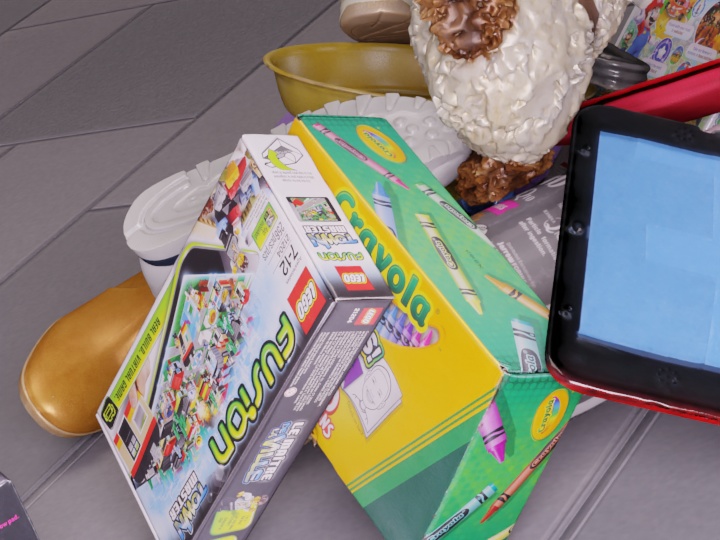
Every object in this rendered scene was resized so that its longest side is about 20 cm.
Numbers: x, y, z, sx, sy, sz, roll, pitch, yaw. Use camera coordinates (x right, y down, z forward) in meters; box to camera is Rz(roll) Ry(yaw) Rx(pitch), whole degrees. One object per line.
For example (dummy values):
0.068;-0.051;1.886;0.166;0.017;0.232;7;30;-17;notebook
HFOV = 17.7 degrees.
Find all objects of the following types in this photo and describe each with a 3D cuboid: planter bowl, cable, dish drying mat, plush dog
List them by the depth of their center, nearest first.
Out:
0.081;-0.128;1.165;0.160;0.200;0.172;0;48;21;plush dog
0.188;-0.096;1.204;0.077;0.018;0.200;-3;-9;-42;dish drying mat
0.121;-0.125;1.377;0.097;0.050;0.200;13;17;-32;cable
0.038;-0.080;1.391;0.200;0.084;0.200;4;15;-1;planter bowl

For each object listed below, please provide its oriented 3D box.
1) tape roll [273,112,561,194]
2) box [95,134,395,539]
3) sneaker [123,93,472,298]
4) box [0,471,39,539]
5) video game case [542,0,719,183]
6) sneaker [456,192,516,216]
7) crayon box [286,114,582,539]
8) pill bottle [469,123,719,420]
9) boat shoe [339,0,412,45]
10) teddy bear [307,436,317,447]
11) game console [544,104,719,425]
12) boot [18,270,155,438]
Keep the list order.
0.042;-0.092;1.565;0.200;0.066;0.200;-18;22;8;tape roll
-0.061;0.043;1.128;0.035;0.200;0.110;-1;45;-37;box
-0.029;-0.033;1.291;0.199;0.081;0.076;-19;37;9;sneaker
-0.254;0.174;1.119;0.200;0.115;0.132;-28;23;-19;box
0.169;-0.089;1.336;0.200;0.018;0.143;-63;24;4;video game case
0.000;0.000;1.242;0.200;0.085;0.077;-20;43;-11;sneaker
0.017;0.030;1.102;0.058;0.119;0.200;-1;38;-37;crayon box
0.127;0.003;1.187;0.200;0.117;0.116;-25;22;-13;pill bottle
0.025;-0.176;1.512;0.072;0.065;0.200;0;-3;11;boat shoe
-0.024;0.036;1.314;0.200;0.067;0.145;-32;26;-26;teddy bear
0.189;-0.028;1.043;0.172;0.119;0.200;-38;27;35;game console
-0.107;0.014;1.375;0.144;0.071;0.201;-39;1;35;boot
